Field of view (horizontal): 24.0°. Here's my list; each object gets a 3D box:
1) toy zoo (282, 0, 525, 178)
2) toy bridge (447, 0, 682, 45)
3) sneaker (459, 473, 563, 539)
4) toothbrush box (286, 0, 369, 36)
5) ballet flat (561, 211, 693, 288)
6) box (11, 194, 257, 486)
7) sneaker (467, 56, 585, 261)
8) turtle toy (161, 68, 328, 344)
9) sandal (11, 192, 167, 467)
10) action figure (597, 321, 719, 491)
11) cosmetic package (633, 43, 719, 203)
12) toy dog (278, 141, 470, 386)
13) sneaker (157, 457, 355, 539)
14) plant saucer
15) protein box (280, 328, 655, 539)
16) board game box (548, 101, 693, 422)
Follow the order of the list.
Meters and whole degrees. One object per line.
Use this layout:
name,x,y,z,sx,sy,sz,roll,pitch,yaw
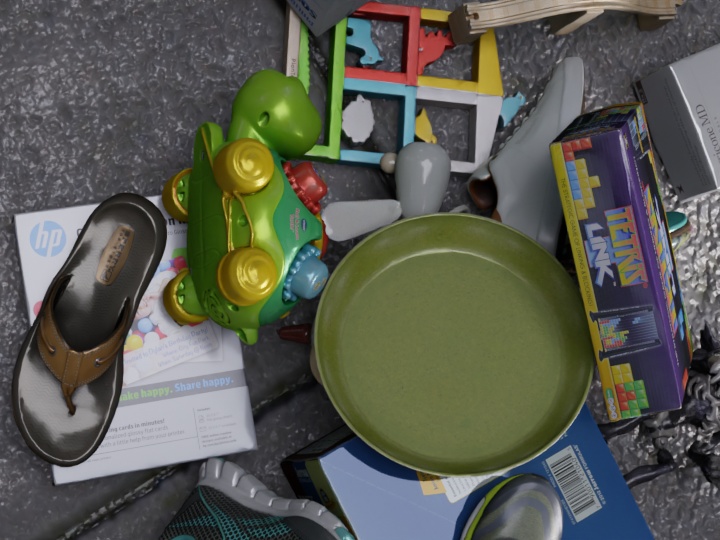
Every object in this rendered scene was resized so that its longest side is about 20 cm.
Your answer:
toy zoo,0.035,-0.145,1.351,0.198,0.020,0.133,5,82,-14
toy bridge,0.173,-0.210,1.356,0.198,0.067,0.027,-7,83,-22
sneaker,0.097,0.235,1.146,0.073,0.081,0.202,20,80,-12
toothbrush box,0.016,-0.282,1.259,0.146,0.200,0.085,-38,83,-22
ballet flat,0.171,0.005,1.348,0.198,0.069,0.072,-12,104,-11
box,-0.169,0.048,1.266,0.154,0.041,0.202,-8,84,-15
sneaker,0.130,-0.093,1.330,0.084,0.073,0.201,7,54,13
turtle toy,-0.074,-0.047,1.215,0.100,0.145,0.202,3,81,-26
sandal,-0.192,0.041,1.207,0.081,0.055,0.201,24,88,-4
action figure,0.264,0.119,1.327,0.199,0.102,0.120,-26,108,-24
cosmetic package,0.339,-0.145,1.394,0.199,0.081,0.114,-24,91,-16
toy dog,0.000,0.000,1.287,0.096,0.132,0.201,17,69,21
sneaker,-0.069,0.204,1.188,0.091,0.199,0.078,-46,125,-24
plant saucer,0.065,0.055,1.197,0.198,0.031,0.202,2,64,-3
protein box,0.081,0.181,1.261,0.199,0.135,0.200,-28,90,-15
board game box,0.194,-0.012,1.230,0.056,0.165,0.202,-11,99,15
